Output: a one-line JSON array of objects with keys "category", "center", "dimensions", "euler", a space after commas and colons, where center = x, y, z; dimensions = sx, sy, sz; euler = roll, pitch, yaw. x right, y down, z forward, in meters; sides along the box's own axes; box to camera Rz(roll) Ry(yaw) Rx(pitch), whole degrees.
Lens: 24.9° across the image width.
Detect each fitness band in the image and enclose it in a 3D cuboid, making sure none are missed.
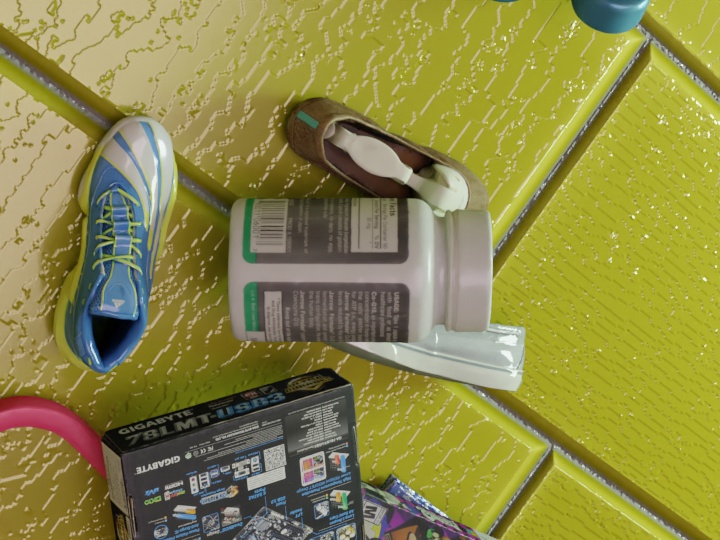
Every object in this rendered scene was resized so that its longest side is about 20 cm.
[{"category": "fitness band", "center": [-0.252, 0.190, 1.297], "dimensions": [0.144, 0.037, 0.200], "euler": [-43, 117, -8]}]

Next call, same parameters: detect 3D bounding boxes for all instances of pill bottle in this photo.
[{"category": "pill bottle", "center": [0.000, 0.000, 1.264], "dimensions": [0.199, 0.113, 0.114], "euler": [1, 106, 1]}]

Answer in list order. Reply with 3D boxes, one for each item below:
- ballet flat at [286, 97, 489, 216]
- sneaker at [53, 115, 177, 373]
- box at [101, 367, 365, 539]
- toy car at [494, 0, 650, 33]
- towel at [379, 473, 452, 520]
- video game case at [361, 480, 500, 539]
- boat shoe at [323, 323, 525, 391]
[{"category": "ballet flat", "center": [0.032, -0.078, 1.309], "dimensions": [0.200, 0.072, 0.068], "euler": [30, 91, -27]}, {"category": "sneaker", "center": [-0.174, -0.012, 1.227], "dimensions": [0.075, 0.105, 0.201], "euler": [9, 102, -24]}, {"category": "box", "center": [-0.092, 0.196, 1.279], "dimensions": [0.199, 0.050, 0.199], "euler": [-16, 114, -26]}, {"category": "toy car", "center": [0.185, -0.328, 1.275], "dimensions": [0.176, 0.185, 0.201], "euler": [15, 56, -1]}, {"category": "towel", "center": [0.051, 0.287, 1.456], "dimensions": [0.200, 0.024, 0.145], "euler": [40, 91, -25]}, {"category": "video game case", "center": [0.015, 0.297, 1.415], "dimensions": [0.181, 0.036, 0.200], "euler": [27, 97, -25]}, {"category": "boat shoe", "center": [0.051, 0.049, 1.364], "dimensions": [0.200, 0.070, 0.072], "euler": [15, 83, -25]}]
